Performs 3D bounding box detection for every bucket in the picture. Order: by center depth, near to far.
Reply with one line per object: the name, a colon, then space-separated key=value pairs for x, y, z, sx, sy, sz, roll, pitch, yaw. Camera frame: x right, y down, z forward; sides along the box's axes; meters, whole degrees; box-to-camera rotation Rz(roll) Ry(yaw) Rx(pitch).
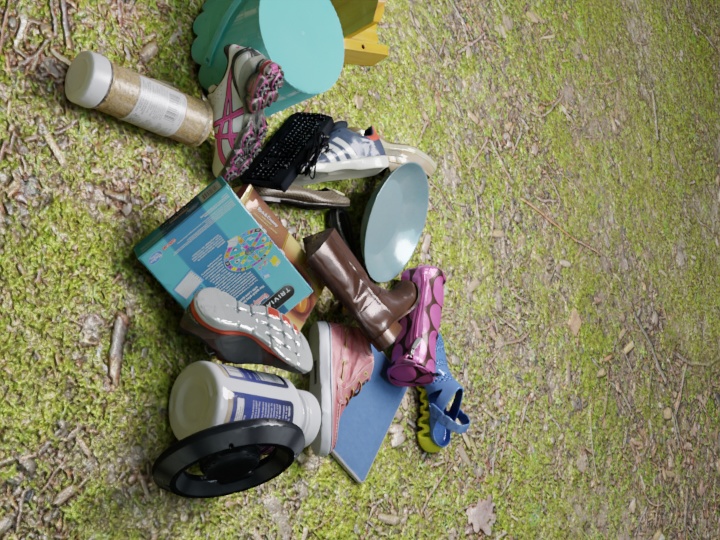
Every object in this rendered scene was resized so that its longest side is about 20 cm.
bucket: x=-0.129 y=-0.328 z=1.604 sx=0.206 sy=0.134 sz=0.210 roll=15 pitch=71 yaw=-47

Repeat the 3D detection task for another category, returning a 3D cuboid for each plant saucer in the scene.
plant saucer: x=0.046 y=-0.082 z=1.788 sx=0.201 sy=0.038 sz=0.203 roll=-39 pitch=138 yaw=-46

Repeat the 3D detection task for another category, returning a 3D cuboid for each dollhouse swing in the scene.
dollhouse swing: x=0.016 y=-0.454 z=1.765 sx=0.181 sy=0.175 sz=0.202 roll=-5 pitch=85 yaw=-48

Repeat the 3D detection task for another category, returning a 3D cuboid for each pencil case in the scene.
pencil case: x=0.094 y=0.086 z=1.792 sx=0.094 sy=0.090 sz=0.202 roll=65 pitch=27 yaw=-54

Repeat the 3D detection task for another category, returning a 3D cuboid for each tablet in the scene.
tablet: x=0.005 y=0.216 z=1.736 sx=0.130 sy=0.014 sz=0.201 roll=52 pitch=49 yaw=-29

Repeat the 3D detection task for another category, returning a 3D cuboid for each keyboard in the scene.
keyboard: x=-0.094 y=-0.187 z=1.622 sx=0.201 sy=0.103 sz=0.040 roll=-60 pitch=155 yaw=-46

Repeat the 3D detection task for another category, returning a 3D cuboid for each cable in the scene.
cable: x=-0.003 y=-0.002 z=1.744 sx=0.097 sy=0.050 sz=0.203 roll=7 pitch=77 yaw=-53

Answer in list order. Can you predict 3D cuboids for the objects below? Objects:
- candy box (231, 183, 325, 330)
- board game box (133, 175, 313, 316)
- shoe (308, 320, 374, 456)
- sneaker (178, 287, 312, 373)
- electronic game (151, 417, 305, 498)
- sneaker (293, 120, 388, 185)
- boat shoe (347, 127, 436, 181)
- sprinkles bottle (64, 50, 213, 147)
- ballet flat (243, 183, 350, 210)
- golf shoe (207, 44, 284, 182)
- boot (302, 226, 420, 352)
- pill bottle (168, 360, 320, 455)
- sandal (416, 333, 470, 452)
candy box: x=-0.142 y=-0.010 z=1.585 sx=0.201 sy=0.056 sz=0.117 roll=53 pitch=48 yaw=-28
board game box: x=-0.182 y=-0.001 z=1.484 sx=0.151 sy=0.047 sz=0.201 roll=-39 pitch=118 yaw=-2
shoe: x=-0.027 y=0.176 z=1.645 sx=0.090 sy=0.071 sz=0.202 roll=6 pitch=72 yaw=-21
sneaker: x=-0.155 y=0.091 z=1.476 sx=0.199 sy=0.082 sz=0.078 roll=31 pitch=34 yaw=-26
electronic game: x=-0.166 y=0.238 z=1.407 sx=0.199 sy=0.200 sz=0.042 roll=14 pitch=47 yaw=-46
sneaker: x=-0.053 y=-0.184 z=1.695 sx=0.198 sy=0.075 sz=0.085 roll=-8 pitch=81 yaw=-34
boat shoe: x=0.043 y=-0.176 z=1.820 sx=0.199 sy=0.072 sz=0.066 roll=17 pitch=75 yaw=-39
sprinkles bottle: x=-0.288 y=-0.222 z=1.454 sx=0.199 sy=0.068 sz=0.069 roll=19 pitch=69 yaw=-45
ballet flat: x=-0.093 y=-0.118 z=1.658 sx=0.199 sy=0.067 sz=0.047 roll=3 pitch=83 yaw=-42
golf shoe: x=-0.173 y=-0.218 z=1.536 sx=0.072 sy=0.092 sz=0.201 roll=-33 pitch=152 yaw=-54
boot: x=0.000 y=0.000 z=1.678 sx=0.200 sy=0.064 sz=0.187 roll=50 pitch=28 yaw=-12
pill bottle: x=-0.150 y=0.191 z=1.492 sx=0.199 sy=0.110 sz=0.112 roll=17 pitch=70 yaw=-45
sandal: x=0.137 y=0.198 z=1.836 sx=0.079 sy=0.087 sz=0.202 roll=-4 pitch=83 yaw=-47
